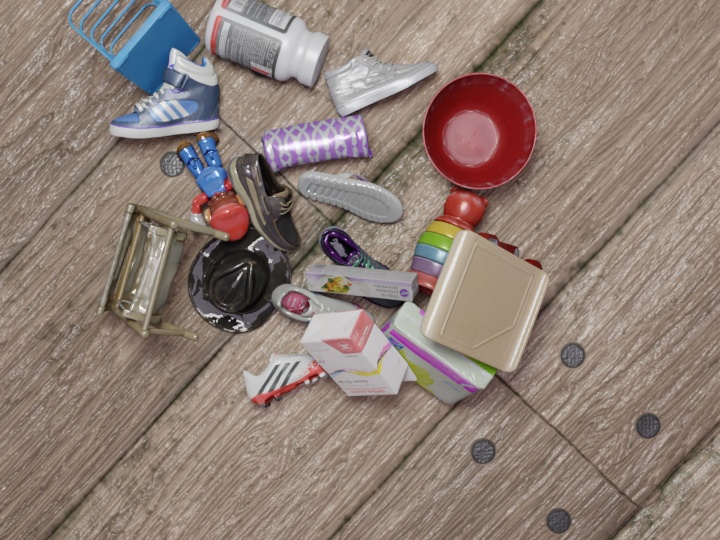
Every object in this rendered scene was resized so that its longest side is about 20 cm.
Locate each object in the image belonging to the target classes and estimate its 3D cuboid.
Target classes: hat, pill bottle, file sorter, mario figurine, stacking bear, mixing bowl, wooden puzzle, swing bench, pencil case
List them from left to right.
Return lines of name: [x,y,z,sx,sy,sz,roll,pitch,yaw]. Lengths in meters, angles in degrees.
file sorter: [-0.387,-0.411,1.285,0.123,0.200,0.139,41,92,0]
swing bench: [-0.361,-0.002,1.299,0.200,0.130,0.199,18,93,36]
mario figurine: [-0.263,-0.145,1.373,0.123,0.106,0.200,-29,81,38]
hat: [-0.226,0.018,1.365,0.200,0.081,0.201,0,92,0]
pill bottle: [-0.164,-0.407,1.328,0.200,0.116,0.116,22,92,-2]
pencil case: [-0.081,-0.226,1.356,0.199,0.084,0.086,-9,131,2]
stacking bear: [0.163,-0.052,1.353,0.121,0.114,0.200,22,84,16]
mixing bowl: [0.205,-0.244,1.343,0.200,0.108,0.201,0,93,-1]
wooden puzzle: [0.205,0.053,1.232,0.200,0.037,0.185,25,84,-26]

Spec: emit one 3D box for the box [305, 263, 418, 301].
box: [0.001,0.020,1.314,0.199,0.041,0.039,5,120,20]

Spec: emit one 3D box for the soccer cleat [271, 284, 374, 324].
soccer cleat: [-0.067,0.080,1.360,0.200,0.086,0.070,18,92,-10]

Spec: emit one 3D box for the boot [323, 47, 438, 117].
boot: [0.034,-0.360,1.352,0.200,0.074,0.096,-24,100,2]

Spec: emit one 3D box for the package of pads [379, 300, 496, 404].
package of pads: [0.125,0.153,1.340,0.200,0.155,0.068,36,63,-2]

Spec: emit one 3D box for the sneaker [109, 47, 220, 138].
sneaker: [-0.349,-0.317,1.322,0.200,0.081,0.147,-9,111,-19]

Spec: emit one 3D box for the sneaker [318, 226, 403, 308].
sneaker: [0.000,0.000,1.363,0.200,0.088,0.074,40,92,-2]

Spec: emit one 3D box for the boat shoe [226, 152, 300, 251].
boat shoe: [-0.159,-0.121,1.334,0.073,0.075,0.200,-17,120,30]

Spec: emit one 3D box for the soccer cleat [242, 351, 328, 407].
soccer cleat: [-0.123,0.179,1.383,0.200,0.069,0.085,-27,79,-1]

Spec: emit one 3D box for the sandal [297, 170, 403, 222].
sandal: [-0.014,-0.148,1.372,0.202,0.083,0.050,19,49,0]

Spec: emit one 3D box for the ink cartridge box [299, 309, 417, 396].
ink cartridge box: [0.001,0.160,1.317,0.200,0.116,0.068,51,47,-32]

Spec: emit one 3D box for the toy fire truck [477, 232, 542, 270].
toy fire truck: [0.225,0.041,1.313,0.112,0.168,0.201,15,92,38]
